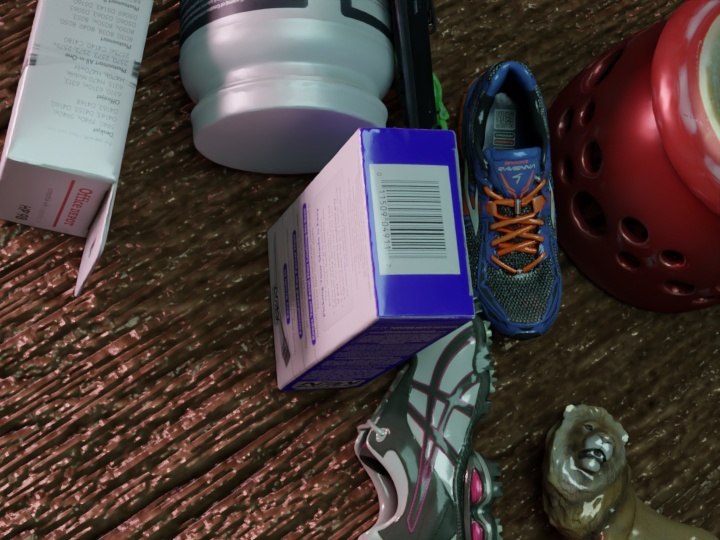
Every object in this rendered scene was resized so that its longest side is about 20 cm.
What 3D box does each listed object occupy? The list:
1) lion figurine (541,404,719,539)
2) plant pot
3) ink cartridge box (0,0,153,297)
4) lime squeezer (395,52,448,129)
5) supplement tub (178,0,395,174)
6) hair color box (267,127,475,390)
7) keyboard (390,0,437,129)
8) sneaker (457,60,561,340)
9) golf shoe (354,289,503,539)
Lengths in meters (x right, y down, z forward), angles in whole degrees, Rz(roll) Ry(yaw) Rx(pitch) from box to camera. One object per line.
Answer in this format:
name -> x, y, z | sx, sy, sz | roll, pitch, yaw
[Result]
lion figurine -> 0.192, 0.184, 0.944 | 0.200, 0.072, 0.123 | 36, 58, -22
plant pot -> 0.247, -0.085, 0.970 | 0.199, 0.182, 0.202 | 5, 76, -19
ink cartridge box -> -0.177, -0.097, 0.859 | 0.066, 0.116, 0.201 | 13, 71, -15
lime squeezer -> 0.028, -0.110, 0.975 | 0.070, 0.038, 0.202 | 2, 73, -22
supplement tub -> -0.048, -0.177, 0.913 | 0.139, 0.140, 0.202 | 3, 74, -18
hair color box -> 0.000, 0.000, 0.847 | 0.064, 0.200, 0.110 | 0, 75, -21
keyboard -> 0.030, -0.188, 0.912 | 0.020, 0.127, 0.202 | -2, 109, 12
sneaker -> 0.098, -0.052, 0.956 | 0.075, 0.078, 0.202 | -6, 74, -2
golf shoe -> 0.041, 0.089, 0.908 | 0.087, 0.077, 0.202 | 1, 75, -11
